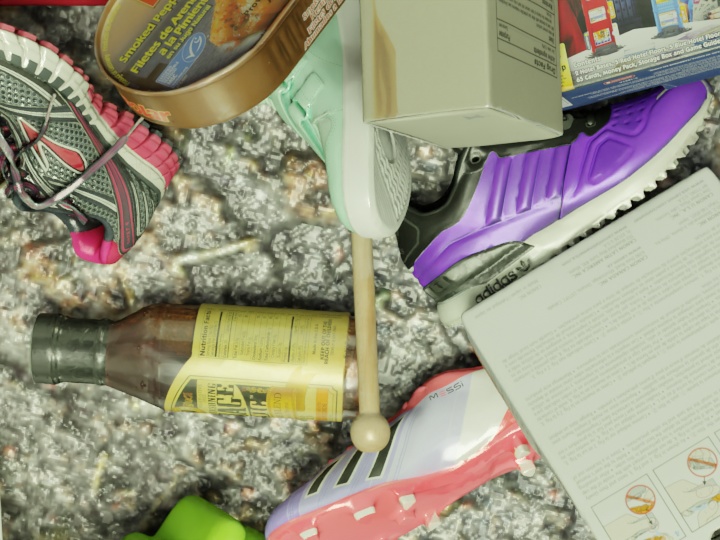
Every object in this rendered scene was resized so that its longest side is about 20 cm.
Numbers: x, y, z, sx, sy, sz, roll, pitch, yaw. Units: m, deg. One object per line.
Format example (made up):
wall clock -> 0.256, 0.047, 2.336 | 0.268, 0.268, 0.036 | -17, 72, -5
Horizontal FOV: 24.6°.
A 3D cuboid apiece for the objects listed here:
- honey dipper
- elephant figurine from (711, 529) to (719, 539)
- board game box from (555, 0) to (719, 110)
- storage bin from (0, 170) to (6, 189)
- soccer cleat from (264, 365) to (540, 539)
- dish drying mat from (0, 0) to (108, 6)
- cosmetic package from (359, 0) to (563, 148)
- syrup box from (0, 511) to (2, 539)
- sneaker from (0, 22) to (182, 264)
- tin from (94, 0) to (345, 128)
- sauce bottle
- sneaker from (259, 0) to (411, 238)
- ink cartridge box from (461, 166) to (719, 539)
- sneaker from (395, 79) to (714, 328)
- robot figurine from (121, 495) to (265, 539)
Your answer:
honey dipper -> 0.000, 0.000, 0.918 | 0.038, 0.038, 0.202 | -2, 80, 2
elephant figurine -> 0.183, 0.095, 0.935 | 0.201, 0.155, 0.141 | 57, 141, 2
board game box -> 0.141, -0.198, 0.878 | 0.198, 0.062, 0.202 | -13, 80, 21
storage bin -> -0.281, -0.103, 0.857 | 0.093, 0.200, 0.200 | -27, 100, 9
soccer cleat -> 0.033, 0.103, 0.948 | 0.198, 0.077, 0.067 | -25, 144, -1
dish drying mat -> -0.179, -0.177, 0.861 | 0.018, 0.199, 0.078 | 12, 105, 43
cosmetic package -> 0.049, -0.168, 0.824 | 0.070, 0.105, 0.202 | -4, 83, 27
syrup box -> -0.247, 0.206, 0.927 | 0.081, 0.079, 0.202 | 6, 67, -32
sneaker -> -0.173, -0.072, 0.870 | 0.200, 0.080, 0.075 | 38, 71, -45
tin -> -0.057, -0.159, 0.867 | 0.111, 0.042, 0.201 | 24, 68, 31
sauce bottle -> -0.089, 0.051, 0.955 | 0.198, 0.066, 0.067 | 3, 102, 4
sneaker -> -0.042, -0.083, 0.877 | 0.117, 0.202, 0.074 | -18, 140, 9
ink cartridge box -> 0.169, 0.067, 0.863 | 0.161, 0.050, 0.201 | -30, 69, 0
sneaker -> 0.100, -0.063, 0.921 | 0.199, 0.070, 0.100 | -37, 92, 7
robot figurine -> -0.118, 0.233, 0.949 | 0.175, 0.115, 0.201 | 35, 79, -31
